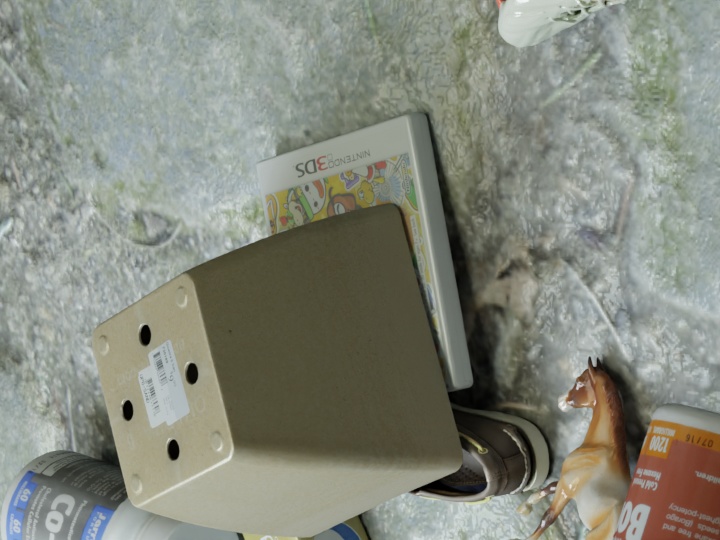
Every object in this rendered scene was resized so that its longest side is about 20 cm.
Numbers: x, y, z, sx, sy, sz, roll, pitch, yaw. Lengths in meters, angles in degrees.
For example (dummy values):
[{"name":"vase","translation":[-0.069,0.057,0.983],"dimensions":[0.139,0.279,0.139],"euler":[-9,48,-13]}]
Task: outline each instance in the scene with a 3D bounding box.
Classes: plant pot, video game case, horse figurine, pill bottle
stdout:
[{"name":"plant pot","translation":[-0.076,0.080,1.862],"dimensions":[0.200,0.176,0.201],"euler":[-30,70,47]},{"name":"video game case","translation":[0.000,0.000,1.921],"dimensions":[0.182,0.023,0.201],"euler":[-14,85,49]},{"name":"horse figurine","translation":[0.156,0.174,1.759],"dimensions":[0.133,0.050,0.201],"euler":[-49,36,29]},{"name":"pill bottle","translation":[-0.198,0.224,2.159],"dimensions":[0.199,0.113,0.115],"euler":[13,111,45]},{"name":"pill bottle","translation":[0.210,0.194,1.645],"dimensions":[0.112,0.112,0.201],"euler":[12,80,45]}]

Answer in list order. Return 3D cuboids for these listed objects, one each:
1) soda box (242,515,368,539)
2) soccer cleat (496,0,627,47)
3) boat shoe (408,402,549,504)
[{"name":"soda box","translation":[-0.047,0.195,2.018],"dimensions":[0.064,0.068,0.201],"euler":[-31,79,48]},{"name":"soccer cleat","translation":[0.159,-0.195,1.672],"dimensions":[0.200,0.069,0.078],"euler":[-45,72,42]},{"name":"boat shoe","translation":[0.047,0.132,1.901],"dimensions":[0.199,0.059,0.072],"euler":[7,107,46]}]
